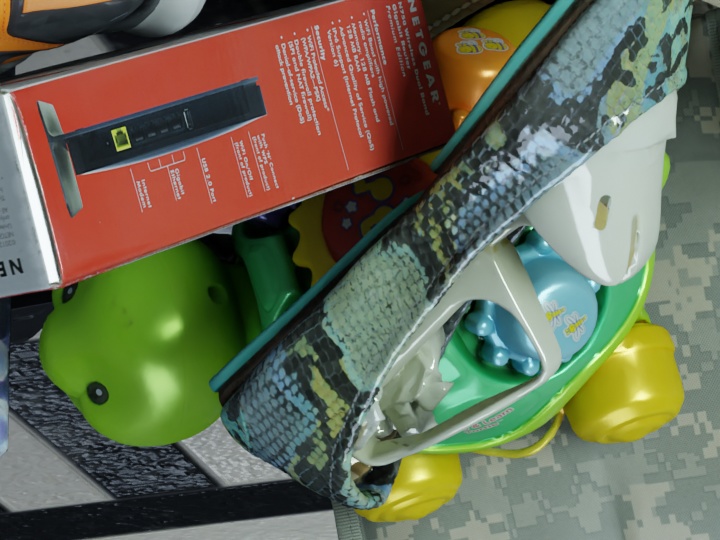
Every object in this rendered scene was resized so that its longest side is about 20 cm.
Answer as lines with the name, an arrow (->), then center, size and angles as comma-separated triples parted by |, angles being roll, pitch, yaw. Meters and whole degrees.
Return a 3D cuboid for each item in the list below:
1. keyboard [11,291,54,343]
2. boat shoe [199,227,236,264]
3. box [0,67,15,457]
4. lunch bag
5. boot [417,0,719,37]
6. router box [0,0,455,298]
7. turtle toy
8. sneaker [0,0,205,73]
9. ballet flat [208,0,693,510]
keyboard -> -0.204, 0.023, 1.107 | 0.200, 0.021, 0.127 | -12, 170, -25
boat shoe -> -0.035, -0.002, 1.063 | 0.071, 0.069, 0.200 | -14, 156, 20
box -> -0.221, -0.006, 0.931 | 0.200, 0.149, 0.107 | 9, 156, -25
lunch bag -> 0.070, 0.032, 0.970 | 0.164, 0.200, 0.118 | -11, 161, 13
boot -> 0.106, -0.081, 0.804 | 0.155, 0.073, 0.200 | 42, 134, -18
router box -> -0.104, -0.025, 0.785 | 0.200, 0.049, 0.179 | -10, -173, 36
turtle toy -> 0.000, 0.000, 0.885 | 0.200, 0.146, 0.101 | -21, 164, 14
sneaker -> -0.131, -0.083, 0.769 | 0.112, 0.078, 0.200 | -15, -174, -29
ballet flat -> 0.040, -0.008, 0.776 | 0.074, 0.074, 0.200 | 15, 131, -36
